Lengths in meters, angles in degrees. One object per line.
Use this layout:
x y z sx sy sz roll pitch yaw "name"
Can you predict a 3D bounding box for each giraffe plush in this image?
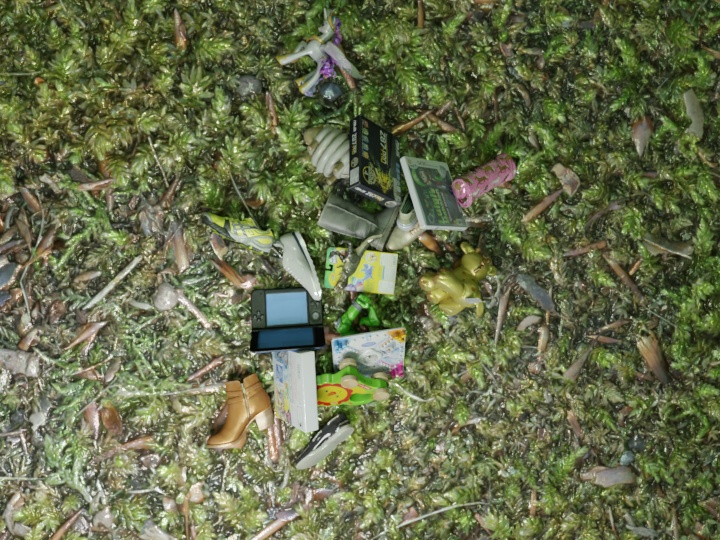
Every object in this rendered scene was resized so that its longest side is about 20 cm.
0.283 0.015 1.550 0.173 0.198 0.163 52 59 -36 "giraffe plush"

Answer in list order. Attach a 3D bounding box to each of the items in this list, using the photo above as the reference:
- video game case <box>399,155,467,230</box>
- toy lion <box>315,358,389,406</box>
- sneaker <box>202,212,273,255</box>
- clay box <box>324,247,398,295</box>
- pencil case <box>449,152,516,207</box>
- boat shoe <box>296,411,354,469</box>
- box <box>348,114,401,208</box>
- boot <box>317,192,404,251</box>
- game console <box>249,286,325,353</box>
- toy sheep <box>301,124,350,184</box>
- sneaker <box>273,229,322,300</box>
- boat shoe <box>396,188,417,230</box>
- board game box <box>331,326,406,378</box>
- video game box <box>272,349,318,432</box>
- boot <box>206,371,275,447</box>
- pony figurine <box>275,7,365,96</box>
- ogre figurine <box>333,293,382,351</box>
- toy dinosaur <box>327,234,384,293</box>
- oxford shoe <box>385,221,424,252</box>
0.198 -0.205 1.510 0.180 0.023 0.204 -2 71 -42 "video game case"
-0.048 0.322 1.528 0.198 0.070 0.191 29 129 -36 "toy lion"
-0.326 -0.111 1.512 0.197 0.075 0.078 26 81 -18 "sneaker"
0.000 0.000 1.561 0.196 0.048 0.117 6 92 -6 "clay box"
0.340 -0.249 1.548 0.198 0.086 0.084 -32 100 -23 "pencil case"
-0.106 0.471 1.559 0.200 0.074 0.061 -44 55 12 "boat shoe"
0.039 -0.283 1.482 0.160 0.049 0.204 21 61 -43 "box"
0.004 -0.161 1.546 0.197 0.073 0.184 25 68 11 "boot"
-0.194 0.126 1.493 0.196 0.118 0.174 -3 81 -7 "game console"
-0.071 -0.306 1.499 0.200 0.138 0.138 43 87 -2 "toy sheep"
-0.164 -0.005 1.527 0.079 0.076 0.203 -24 81 -9 "sneaker"
0.153 -0.196 1.523 0.071 0.062 0.202 18 57 10 "boat shoe"
0.025 0.239 1.518 0.196 0.026 0.202 -9 136 -7 "board game box"
-0.174 0.304 1.486 0.046 0.181 0.205 -4 93 -35 "video game box"
-0.341 0.376 1.524 0.197 0.074 0.157 -22 96 -18 "boot"
-0.096 -0.560 1.490 0.199 0.166 0.194 -38 88 11 "pony figurine"
0.002 0.173 1.539 0.118 0.099 0.202 -24 129 -5 "ogre figurine"
-0.029 -0.038 1.500 0.087 0.048 0.201 32 105 -15 "toy dinosaur"
0.147 -0.125 1.560 0.199 0.074 0.071 -42 96 -4 "oxford shoe"
